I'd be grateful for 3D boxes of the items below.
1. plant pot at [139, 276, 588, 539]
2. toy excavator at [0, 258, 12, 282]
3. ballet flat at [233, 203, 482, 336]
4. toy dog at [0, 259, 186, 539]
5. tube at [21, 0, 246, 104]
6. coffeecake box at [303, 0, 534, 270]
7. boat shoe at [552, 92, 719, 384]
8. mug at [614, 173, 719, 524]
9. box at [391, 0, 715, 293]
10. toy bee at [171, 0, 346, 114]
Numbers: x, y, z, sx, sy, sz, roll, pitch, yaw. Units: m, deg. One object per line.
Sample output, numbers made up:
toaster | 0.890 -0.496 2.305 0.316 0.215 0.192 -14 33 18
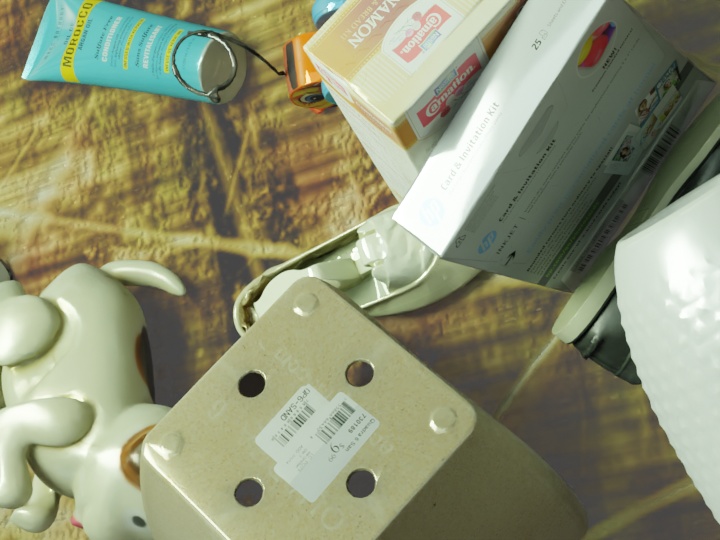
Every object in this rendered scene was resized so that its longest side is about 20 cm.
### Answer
plant pot | -0.012 0.122 0.782 0.199 0.178 0.200 38 76 28
toy excavator | -0.335 0.066 0.990 0.099 0.194 0.202 -30 56 21
ballet flat | 0.000 0.000 0.895 0.198 0.069 0.070 -25 72 24
toy dog | -0.176 0.105 0.956 0.193 0.140 0.200 -30 62 -22
tube | -0.173 -0.165 1.029 0.198 0.050 0.078 15 78 35
coffeecake box | 0.071 -0.111 0.771 0.154 0.200 0.073 -46 64 -4
boat shoe | 0.190 -0.030 0.795 0.063 0.074 0.203 33 93 0
mug | 0.231 0.026 0.707 0.176 0.199 0.148 57 155 1
box | 0.113 -0.069 0.762 0.041 0.199 0.157 38 103 25
toy bee | -0.010 -0.144 0.911 0.197 0.109 0.133 13 81 5
